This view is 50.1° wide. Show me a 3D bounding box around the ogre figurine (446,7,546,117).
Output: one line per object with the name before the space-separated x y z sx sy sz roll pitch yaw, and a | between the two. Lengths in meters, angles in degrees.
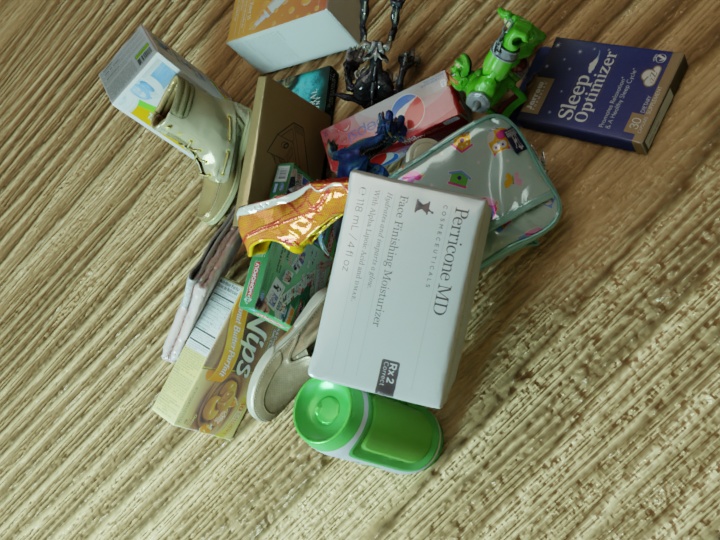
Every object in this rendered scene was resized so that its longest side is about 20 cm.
ogre figurine | 0.174 -0.254 0.955 0.120 0.098 0.200 -58 17 19

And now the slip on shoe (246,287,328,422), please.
slip on shoe | -0.072 0.116 1.003 0.061 0.076 0.200 31 81 44

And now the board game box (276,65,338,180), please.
board game box | -0.106 -0.214 1.199 0.135 0.028 0.200 -7 66 31

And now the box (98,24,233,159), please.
box | -0.300 -0.278 1.247 0.112 0.200 0.101 -44 48 11

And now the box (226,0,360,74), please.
box | -0.102 -0.414 1.242 0.200 0.097 0.124 -7 66 31

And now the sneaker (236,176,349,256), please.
sneaker | -0.058 -0.065 0.916 0.200 0.073 0.077 -17 91 35

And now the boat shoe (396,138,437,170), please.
boat shoe | 0.072 -0.067 0.994 0.060 0.072 0.200 160 115 -73

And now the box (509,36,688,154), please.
box | 0.277 -0.220 0.943 0.200 0.032 0.121 22 83 39

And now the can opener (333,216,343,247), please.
can opener | 0.000 0.000 1.014 0.053 0.066 0.200 -19 50 7

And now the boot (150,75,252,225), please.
boot | -0.256 -0.184 1.194 0.073 0.155 0.200 17 88 48

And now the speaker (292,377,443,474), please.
speaker | 0.014 0.168 0.836 0.088 0.200 0.089 -14 63 29

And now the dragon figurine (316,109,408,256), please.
dragon figurine | -0.004 -0.116 0.993 0.099 0.059 0.200 12 80 43

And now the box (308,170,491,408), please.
box | 0.049 0.015 0.785 0.131 0.200 0.199 12 93 10

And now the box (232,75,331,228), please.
box | -0.103 -0.140 1.049 0.021 0.163 0.200 6 84 28

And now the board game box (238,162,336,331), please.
board game box | -0.086 -0.024 1.032 0.029 0.135 0.200 3 71 32

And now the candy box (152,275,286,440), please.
candy box | -0.182 0.120 1.044 0.055 0.115 0.200 22 82 37

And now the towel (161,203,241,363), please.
towel | -0.206 0.005 1.060 0.191 0.032 0.200 -57 7 47

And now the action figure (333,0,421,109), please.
action figure | 0.028 -0.305 1.105 0.119 0.102 0.200 10 116 9

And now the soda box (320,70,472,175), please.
soda box | 0.048 -0.194 1.055 0.200 0.063 0.070 -22 75 24

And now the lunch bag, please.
lunch bag | 0.131 -0.078 0.906 0.200 0.077 0.160 -30 85 11
